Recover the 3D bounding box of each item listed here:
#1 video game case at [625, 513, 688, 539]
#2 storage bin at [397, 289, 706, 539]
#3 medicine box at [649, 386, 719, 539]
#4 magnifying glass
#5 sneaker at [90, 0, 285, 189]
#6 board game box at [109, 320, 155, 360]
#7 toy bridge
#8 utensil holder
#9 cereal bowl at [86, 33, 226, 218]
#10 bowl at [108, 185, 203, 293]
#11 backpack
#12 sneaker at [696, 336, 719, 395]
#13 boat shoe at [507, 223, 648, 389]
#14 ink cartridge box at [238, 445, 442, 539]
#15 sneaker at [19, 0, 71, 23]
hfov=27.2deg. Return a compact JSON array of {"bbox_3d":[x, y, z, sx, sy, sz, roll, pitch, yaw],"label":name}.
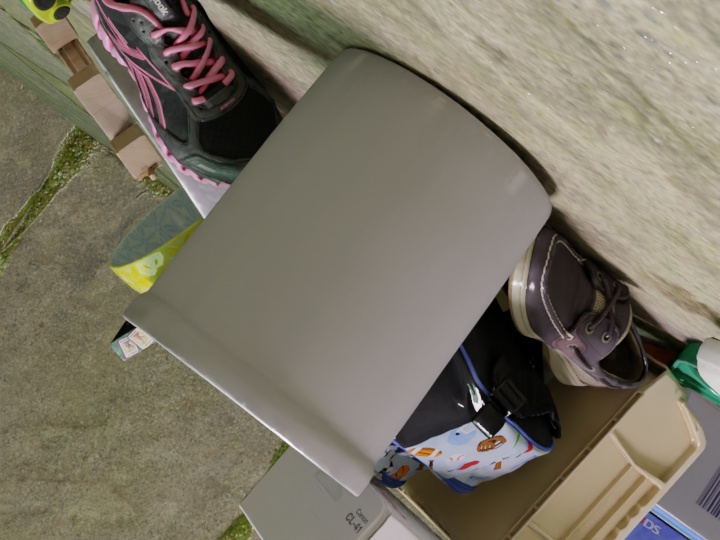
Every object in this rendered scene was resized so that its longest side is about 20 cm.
[{"bbox_3d":[0.262,0.250,1.314,0.200,0.046,0.181,35,175,-4],"label":"video game case"},{"bbox_3d":[0.124,0.125,1.134,0.094,0.199,0.200,46,176,-39],"label":"storage bin"},{"bbox_3d":[0.306,0.189,1.297,0.182,0.103,0.200,35,175,-3],"label":"medicine box"},{"bbox_3d":[0.239,0.075,1.071,0.079,0.022,0.200,39,177,-15],"label":"magnifying glass"},{"bbox_3d":[-0.114,-0.136,0.926,0.200,0.079,0.096,51,166,21],"label":"sneaker"},{"bbox_3d":[-0.106,-0.002,1.196,0.024,0.199,0.105,55,-160,-11],"label":"board game box"},{"bbox_3d":[-0.198,-0.129,1.149,0.200,0.027,0.067,53,176,39],"label":"toy bridge"},{"bbox_3d":[-0.010,-0.002,0.857,0.170,0.200,0.170,36,174,4],"label":"utensil holder"},{"bbox_3d":[-0.123,-0.115,1.151,0.201,0.083,0.200,55,175,7],"label":"cereal bowl"},{"bbox_3d":[-0.118,-0.026,1.351,0.108,0.200,0.200,54,170,-16],"label":"bowl"},{"bbox_3d":[0.052,0.065,1.016,0.190,0.154,0.201,34,-145,-51],"label":"backpack"},{"bbox_3d":[0.273,0.122,0.915,0.200,0.085,0.073,37,177,-14],"label":"sneaker"},{"bbox_3d":[0.147,0.027,0.976,0.064,0.072,0.200,9,157,25],"label":"boat shoe"},{"bbox_3d":[0.026,0.217,1.040,0.200,0.086,0.148,44,177,-29],"label":"ink cartridge box"},{"bbox_3d":[-0.231,-0.235,0.927,0.083,0.074,0.200,29,164,35],"label":"sneaker"}]
